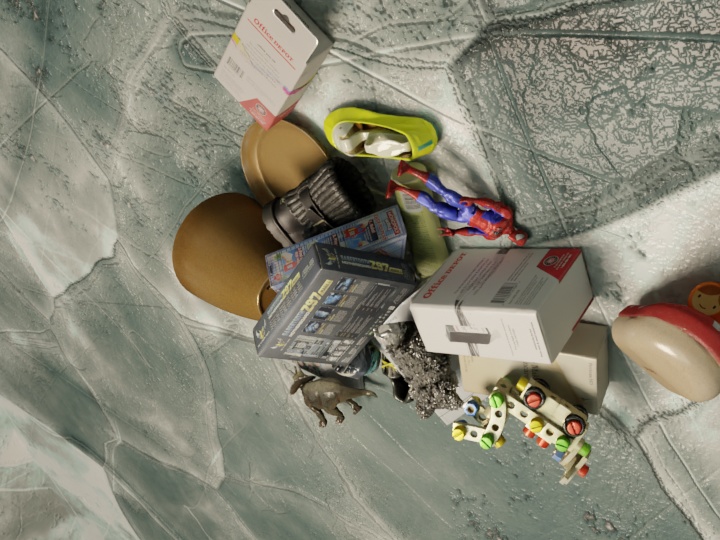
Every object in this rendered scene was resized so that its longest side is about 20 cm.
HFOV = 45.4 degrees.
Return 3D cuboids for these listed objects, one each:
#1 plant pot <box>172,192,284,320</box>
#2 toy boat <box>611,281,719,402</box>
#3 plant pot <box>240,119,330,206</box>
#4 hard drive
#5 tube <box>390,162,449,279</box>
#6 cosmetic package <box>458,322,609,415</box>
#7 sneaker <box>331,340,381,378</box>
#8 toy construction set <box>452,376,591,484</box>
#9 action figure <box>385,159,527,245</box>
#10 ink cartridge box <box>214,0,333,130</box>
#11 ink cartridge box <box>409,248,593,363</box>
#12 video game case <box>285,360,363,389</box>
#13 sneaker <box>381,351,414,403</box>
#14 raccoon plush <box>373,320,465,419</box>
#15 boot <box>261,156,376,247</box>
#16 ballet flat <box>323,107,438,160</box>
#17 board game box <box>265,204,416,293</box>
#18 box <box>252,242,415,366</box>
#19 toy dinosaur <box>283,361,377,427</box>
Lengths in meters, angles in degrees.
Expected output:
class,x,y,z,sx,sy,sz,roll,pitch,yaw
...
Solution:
class,x,y,z,sx,sy,sz,roll,pitch,yaw
plant pot,-0.173,0.000,1.357,0.199,0.185,0.189,35,144,46
toy boat,0.387,0.070,1.014,0.130,0.131,0.200,41,-177,6
plant pot,-0.103,-0.149,1.341,0.198,0.027,0.202,24,135,26
hard drive,0.118,0.126,1.318,0.131,0.027,0.200,-39,99,21
tube,0.089,-0.059,1.232,0.051,0.058,0.202,-18,126,1
cosmetic package,0.242,0.125,1.203,0.197,0.073,0.105,7,126,29
sneaker,0.001,0.130,1.375,0.086,0.078,0.200,30,-177,-13
toy construction set,0.234,0.218,1.164,0.198,0.092,0.132,28,112,-3
action figure,0.132,-0.079,1.138,0.197,0.052,0.066,22,128,-8
ink cartridge box,-0.115,-0.304,1.189,0.117,0.067,0.200,46,143,0
ink cartridge box,0.186,0.042,1.146,0.198,0.144,0.085,2,125,41
video game case,-0.084,0.121,1.553,0.198,0.024,0.184,21,135,28
sneaker,0.066,0.125,1.373,0.074,0.085,0.202,-2,121,42
raccoon plush,0.073,0.146,1.218,0.096,0.199,0.136,-18,79,35
boot,-0.029,-0.060,1.278,0.156,0.080,0.211,-27,128,31
ballet flat,0.013,-0.182,1.176,0.198,0.067,0.068,11,131,36
board game box,0.000,0.000,1.244,0.198,0.062,0.200,-29,141,17
box,-0.040,0.053,1.200,0.201,0.156,0.052,-53,42,37
toy dinosaur,-0.060,0.226,1.546,0.198,0.077,0.103,4,140,46
